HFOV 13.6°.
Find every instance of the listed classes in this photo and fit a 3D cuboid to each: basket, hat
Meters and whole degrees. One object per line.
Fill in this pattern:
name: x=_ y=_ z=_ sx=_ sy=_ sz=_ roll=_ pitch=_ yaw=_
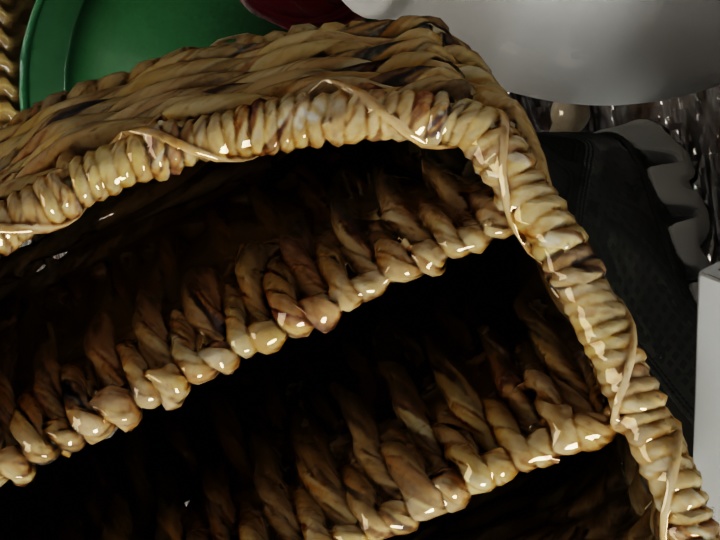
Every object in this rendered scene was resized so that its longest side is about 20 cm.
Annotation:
basket: x=-0.034 y=0.038 z=0.704 sx=0.149 sy=0.199 sz=0.143 roll=-108 pitch=-7 yaw=-64
hat: x=-0.005 y=-0.043 z=0.950 sx=0.176 sy=0.199 sz=0.166 roll=34 pitch=118 yaw=53

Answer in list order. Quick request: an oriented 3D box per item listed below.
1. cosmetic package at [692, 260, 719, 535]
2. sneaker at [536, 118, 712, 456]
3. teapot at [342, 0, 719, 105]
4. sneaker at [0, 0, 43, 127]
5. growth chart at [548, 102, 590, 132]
cosmetic package: x=0.124 y=0.094 z=0.717 sx=0.082 sy=0.051 sz=0.201 roll=24 pitch=125 yaw=41
sneaker: x=0.070 y=0.032 z=0.828 sx=0.067 sy=0.090 sz=0.200 roll=-58 pitch=38 yaw=36
teapot: x=0.031 y=-0.132 z=0.795 sx=0.200 sy=0.146 sz=0.198 roll=112 pitch=147 yaw=-64
sneaker: x=-0.133 y=-0.115 z=1.038 sx=0.090 sy=0.075 sz=0.201 roll=-3 pitch=92 yaw=52
growth chart: x=0.072 y=0.062 z=0.936 sx=0.200 sy=0.018 sz=0.145 roll=-114 pitch=36 yaw=-42
